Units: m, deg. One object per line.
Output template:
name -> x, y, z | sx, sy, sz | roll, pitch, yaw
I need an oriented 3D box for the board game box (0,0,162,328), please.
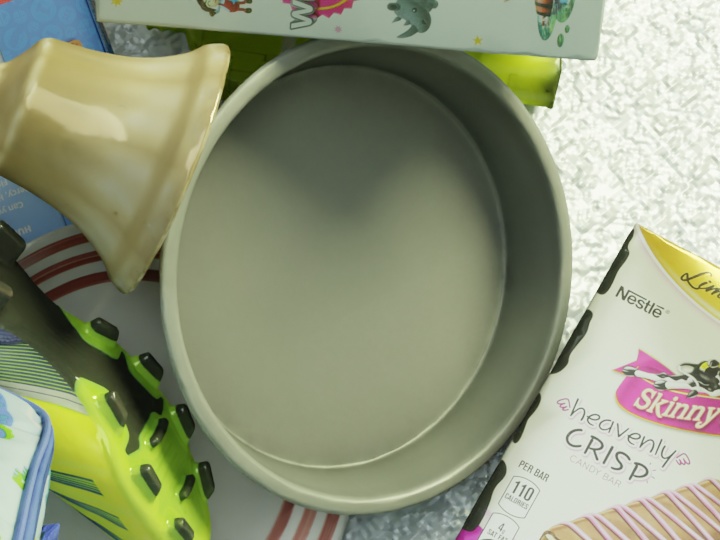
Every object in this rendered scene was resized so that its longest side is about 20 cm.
board game box -> -0.170, -0.049, 0.785 | 0.151, 0.037, 0.201 | -20, 96, -1

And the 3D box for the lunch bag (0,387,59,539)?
lunch bag -> -0.179, 0.085, 0.574 | 0.160, 0.200, 0.083 | 16, 105, -7

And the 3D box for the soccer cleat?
soccer cleat -> -0.135, 0.050, 0.708 | 0.083, 0.200, 0.065 | -29, 28, 22

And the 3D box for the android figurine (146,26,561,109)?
android figurine -> -0.002, -0.130, 0.852 | 0.199, 0.041, 0.183 | 5, 72, 2

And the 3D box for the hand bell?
hand bell -> -0.160, -0.075, 0.678 | 0.199, 0.104, 0.105 | 22, 72, -14

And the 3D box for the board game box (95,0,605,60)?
board game box -> -0.003, -0.143, 0.759 | 0.199, 0.148, 0.065 | 3, 111, -1

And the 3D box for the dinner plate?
dinner plate -> -0.095, 0.077, 0.760 | 0.199, 0.024, 0.201 | -1, 93, -22

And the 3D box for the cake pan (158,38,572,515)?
cake pan -> 0.000, 0.000, 0.758 | 0.199, 0.037, 0.201 | -3, 96, -32

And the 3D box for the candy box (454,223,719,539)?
candy box -> 0.126, 0.100, 0.764 | 0.136, 0.061, 0.201 | 28, 74, 10
